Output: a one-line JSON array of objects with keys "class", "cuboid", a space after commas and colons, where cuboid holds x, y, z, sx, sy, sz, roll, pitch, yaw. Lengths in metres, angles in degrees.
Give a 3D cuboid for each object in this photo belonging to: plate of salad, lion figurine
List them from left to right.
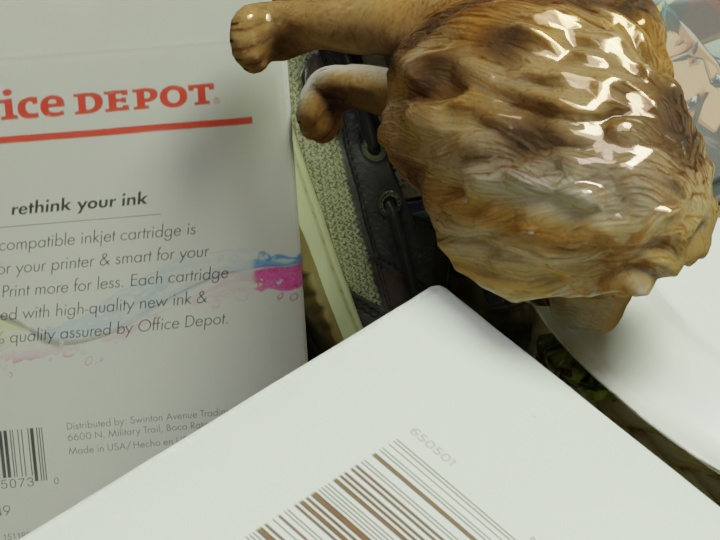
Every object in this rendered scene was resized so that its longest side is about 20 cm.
[{"class": "lion figurine", "cuboid": [0.048, -0.079, 0.624, 0.122, 0.073, 0.200, 3, 59, 30]}, {"class": "plate of salad", "cuboid": [0.128, 0.041, 0.651, 0.200, 0.048, 0.200, 21, 21, -9]}]

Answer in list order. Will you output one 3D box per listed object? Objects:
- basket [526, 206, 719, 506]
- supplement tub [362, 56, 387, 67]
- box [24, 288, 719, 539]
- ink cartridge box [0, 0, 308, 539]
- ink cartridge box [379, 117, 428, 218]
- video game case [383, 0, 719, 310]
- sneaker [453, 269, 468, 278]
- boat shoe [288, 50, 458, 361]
[{"class": "basket", "cuboid": [0.163, 0.036, 0.812, 0.135, 0.124, 0.200, -27, 57, -37]}, {"class": "supplement tub", "cuboid": [-0.033, -0.167, 0.835, 0.200, 0.146, 0.145, 37, 46, 22]}, {"class": "box", "cuboid": [-0.014, 0.132, 0.585, 0.106, 0.200, 0.152, 38, 46, 23]}, {"class": "ink cartridge box", "cuboid": [-0.075, -0.010, 0.676, 0.116, 0.201, 0.068, -4, 17, -5]}, {"class": "ink cartridge box", "cuboid": [-0.060, -0.035, 0.847, 0.136, 0.076, 0.200, -11, 48, -29]}, {"class": "video game case", "cuboid": [0.084, -0.109, 0.751, 0.200, 0.025, 0.181, -26, 95, -31]}, {"class": "sneaker", "cuboid": [0.076, -0.066, 0.925, 0.077, 0.076, 0.200, 18, 43, 8]}, {"class": "boat shoe", "cuboid": [-0.001, -0.001, 0.758, 0.066, 0.201, 0.072, -28, 14, -21]}]
